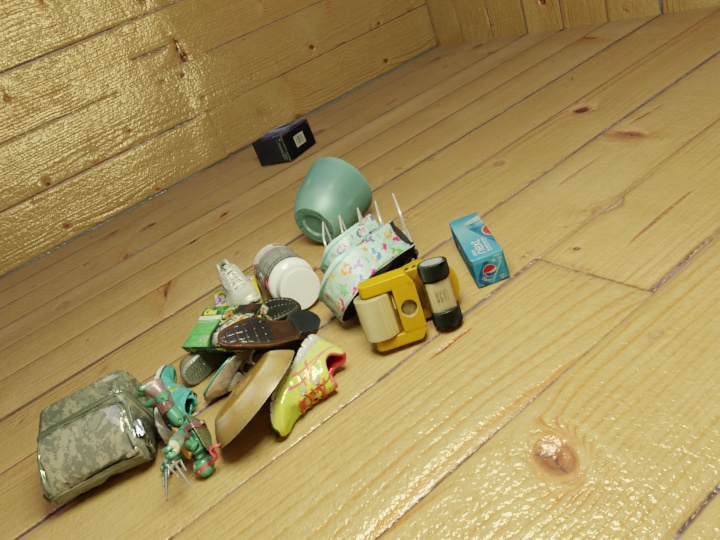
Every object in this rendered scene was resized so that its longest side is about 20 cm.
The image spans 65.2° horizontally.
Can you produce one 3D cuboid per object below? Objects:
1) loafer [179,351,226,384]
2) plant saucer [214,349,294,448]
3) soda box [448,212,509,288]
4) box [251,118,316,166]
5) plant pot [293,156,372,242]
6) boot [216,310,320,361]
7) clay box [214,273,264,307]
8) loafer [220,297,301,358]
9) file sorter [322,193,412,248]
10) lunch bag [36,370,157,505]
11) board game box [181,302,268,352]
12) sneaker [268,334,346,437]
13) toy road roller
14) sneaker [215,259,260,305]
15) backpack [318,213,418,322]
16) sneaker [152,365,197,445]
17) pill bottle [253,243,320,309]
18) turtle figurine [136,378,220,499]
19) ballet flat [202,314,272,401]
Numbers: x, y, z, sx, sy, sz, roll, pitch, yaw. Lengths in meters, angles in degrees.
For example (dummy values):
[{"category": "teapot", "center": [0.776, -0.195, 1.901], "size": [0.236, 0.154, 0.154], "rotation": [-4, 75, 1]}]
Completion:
[{"category": "loafer", "center": [-0.313, 0.157, 1.215], "size": [0.199, 0.076, 0.069], "rotation": [-39, 35, -29]}, {"category": "plant saucer", "center": [-0.189, 0.206, 0.961], "size": [0.201, 0.035, 0.200], "rotation": [-49, 8, 9]}, {"category": "soda box", "center": [0.241, -0.047, 1.163], "size": [0.067, 0.065, 0.201], "rotation": [-20, 27, 5]}, {"category": "box", "center": [-0.344, -0.573, 2.528], "size": [0.196, 0.125, 0.200], "rotation": [-2, 33, 39]}, {"category": "plant pot", "center": [-0.088, -0.174, 1.525], "size": [0.198, 0.202, 0.162], "rotation": [1, 47, 38]}, {"category": "boot", "center": [-0.170, 0.140, 1.043], "size": [0.197, 0.098, 0.075], "rotation": [-6, 42, -29]}, {"category": "clay box", "center": [-0.292, 0.081, 1.368], "size": [0.113, 0.048, 0.200], "rotation": [-26, 26, -5]}, {"category": "loafer", "center": [-0.214, 0.125, 1.197], "size": [0.197, 0.072, 0.073], "rotation": [-26, 39, -14]}, {"category": "file sorter", "center": [0.015, -0.077, 1.329], "size": [0.197, 0.126, 0.139], "rotation": [-21, 26, 5]}, {"category": "lunch bag", "center": [-0.466, 0.304, 1.012], "size": [0.197, 0.141, 0.169], "rotation": [-26, 43, -5]}, {"category": "board game box", "center": [-0.275, 0.116, 1.134], "size": [0.198, 0.023, 0.106], "rotation": [-6, 48, 42]}, {"category": "sneaker", "center": [-0.087, 0.197, 0.968], "size": [0.089, 0.079, 0.202], "rotation": [13, 50, 19]}, {"category": "toy road roller", "center": [0.088, 0.049, 1.053], "size": [0.196, 0.125, 0.146], "rotation": [-19, 13, 0]}, {"category": "sneaker", "center": [-0.294, 0.033, 1.316], "size": [0.074, 0.082, 0.199], "rotation": [-30, 29, -19]}, {"category": "backpack", "center": [0.000, 0.000, 1.138], "size": [0.150, 0.178, 0.200], "rotation": [40, 61, 10]}, {"category": "sneaker", "center": [-0.353, 0.254, 1.088], "size": [0.078, 0.079, 0.200], "rotation": [-19, 35, -13]}, {"category": "pill bottle", "center": [-0.174, 0.014, 1.323], "size": [0.113, 0.115, 0.200], "rotation": [-30, 27, -15]}, {"category": "turtle figurine", "center": [-0.300, 0.282, 0.933], "size": [0.100, 0.151, 0.201], "rotation": [-20, 62, -36]}, {"category": "ballet flat", "center": [-0.227, 0.180, 1.100], "size": [0.202, 0.067, 0.068], "rotation": [-56, -7, -11]}]
